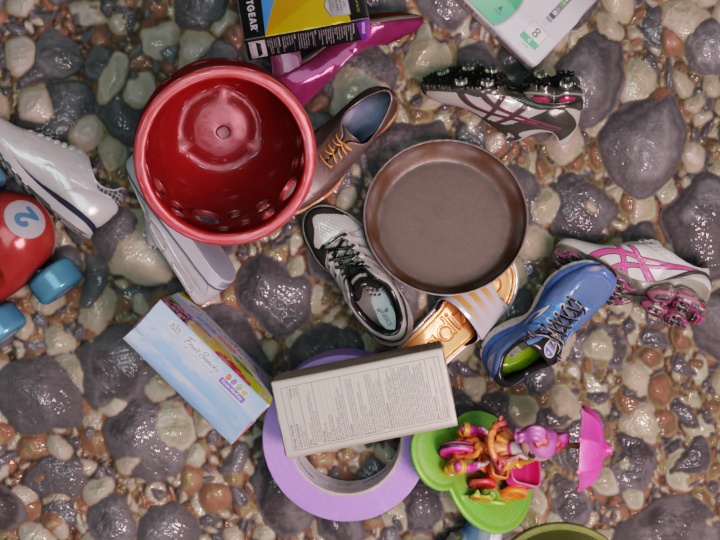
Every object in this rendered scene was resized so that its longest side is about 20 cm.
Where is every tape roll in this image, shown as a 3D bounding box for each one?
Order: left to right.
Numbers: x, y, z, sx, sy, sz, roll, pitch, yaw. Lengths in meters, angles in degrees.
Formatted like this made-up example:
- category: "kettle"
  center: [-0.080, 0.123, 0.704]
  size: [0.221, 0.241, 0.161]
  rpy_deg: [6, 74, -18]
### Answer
- category: "tape roll"
  center: [-0.016, 0.198, 1.407]
  size: [0.199, 0.066, 0.201]
  rpy_deg: [0, 94, 4]

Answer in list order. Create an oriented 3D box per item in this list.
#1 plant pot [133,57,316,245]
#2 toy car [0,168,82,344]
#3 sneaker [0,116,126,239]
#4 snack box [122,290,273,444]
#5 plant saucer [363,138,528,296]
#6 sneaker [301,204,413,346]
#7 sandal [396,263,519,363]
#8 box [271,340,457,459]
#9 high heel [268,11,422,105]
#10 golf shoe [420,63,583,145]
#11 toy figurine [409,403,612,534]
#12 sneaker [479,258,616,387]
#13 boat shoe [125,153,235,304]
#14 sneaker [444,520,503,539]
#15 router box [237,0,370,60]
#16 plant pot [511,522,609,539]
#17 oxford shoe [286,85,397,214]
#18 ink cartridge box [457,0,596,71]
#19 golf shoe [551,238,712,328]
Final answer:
- category: "plant pot"
  center: [-0.158, -0.149, 1.328]
  size: [0.200, 0.183, 0.201]
  rpy_deg: [-3, 111, -9]
- category: "toy car"
  center: [-0.449, -0.013, 1.325]
  size: [0.177, 0.200, 0.185]
  rpy_deg: [-37, 92, 4]
- category: "sneaker"
  center: [-0.378, -0.129, 1.402]
  size: [0.200, 0.076, 0.081]
  rpy_deg: [43, 78, -7]
- category: "snack box"
  center: [-0.179, 0.106, 1.341]
  size: [0.169, 0.200, 0.068]
  rpy_deg: [45, 89, -3]
- category: "plant saucer"
  center: [0.103, -0.062, 1.412]
  size: [0.199, 0.032, 0.201]
  rpy_deg: [0, 74, 1]
- category: "sneaker"
  center: [0.000, 0.000, 1.400]
  size: [0.076, 0.088, 0.200]
  rpy_deg: [-37, 85, 1]
- category: "sandal"
  center: [0.121, 0.064, 1.422]
  size: [0.079, 0.059, 0.207]
  rpy_deg: [41, 89, -3]
- category: "box"
  center: [0.005, 0.147, 1.330]
  size: [0.199, 0.078, 0.095]
  rpy_deg: [-10, 93, 4]
- category: "high heel"
  center: [-0.015, -0.256, 1.422]
  size: [0.199, 0.067, 0.096]
  rpy_deg: [-13, 111, -1]
- category: "golf shoe"
  center: [0.169, -0.200, 1.412]
  size: [0.199, 0.077, 0.088]
  rpy_deg: [8, 122, 13]
- category: "toy figurine"
  center: [0.189, 0.204, 1.327]
  size: [0.200, 0.184, 0.151]
  rpy_deg: [23, 55, -32]
- category: "sneaker"
  center: [0.231, 0.071, 1.387]
  size: [0.078, 0.089, 0.200]
  rpy_deg: [38, 108, -19]
- category: "boat shoe"
  center: [-0.232, -0.049, 1.402]
  size: [0.065, 0.074, 0.200]
  rpy_deg: [-38, 78, 23]
- category: "sneaker"
  center: [0.090, 0.356, 1.416]
  size: [0.130, 0.080, 0.201]
  rpy_deg: [22, 89, -4]
- category: "router box"
  center: [-0.078, -0.359, 1.381]
  size: [0.149, 0.051, 0.201]
  rpy_deg: [-11, 69, -2]
- category: "plant pot"
  center: [0.255, 0.419, 1.368]
  size: [0.199, 0.190, 0.201]
  rpy_deg: [0, 92, -3]
- category: "oxford shoe"
  center: [-0.033, -0.150, 1.406]
  size: [0.071, 0.073, 0.200]
  rpy_deg: [41, 89, -3]
- category: "ink cartridge box"
  center: [0.221, -0.373, 1.428]
  size: [0.161, 0.050, 0.200]
  rpy_deg: [43, 91, -2]
- category: "golf shoe"
  center: [0.334, -0.001, 1.434]
  size: [0.199, 0.073, 0.092]
  rpy_deg: [21, 58, 2]
